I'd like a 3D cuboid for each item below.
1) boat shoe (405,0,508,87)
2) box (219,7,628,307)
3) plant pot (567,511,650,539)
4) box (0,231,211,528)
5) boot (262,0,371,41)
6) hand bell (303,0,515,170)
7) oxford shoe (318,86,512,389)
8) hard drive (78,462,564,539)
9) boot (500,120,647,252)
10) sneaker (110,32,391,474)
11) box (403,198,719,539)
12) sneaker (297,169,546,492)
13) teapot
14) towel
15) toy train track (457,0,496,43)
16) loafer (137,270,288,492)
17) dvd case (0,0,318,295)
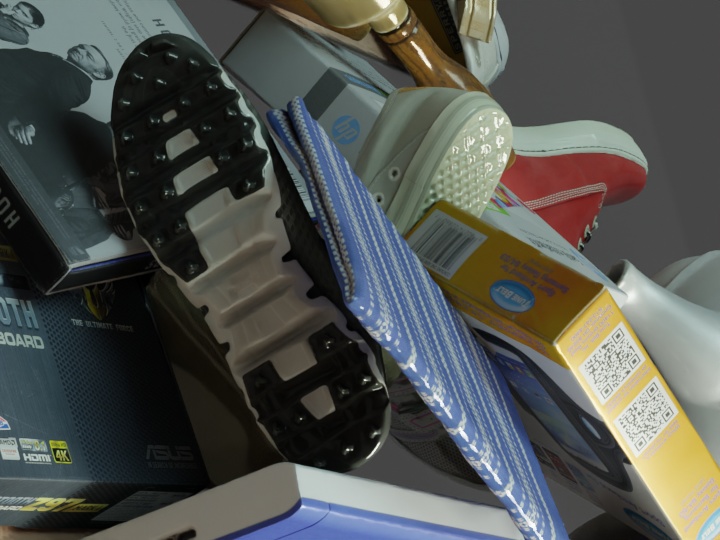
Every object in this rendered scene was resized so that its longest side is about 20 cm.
[{"bbox_3d":[0.016,-0.184,1.696,0.200,0.071,0.070,63,25,-11],"label":"boat shoe"},{"bbox_3d":[0.034,-0.045,1.508,0.200,0.041,0.156,44,9,19],"label":"box"},{"bbox_3d":[0.136,0.216,1.412,0.201,0.200,0.198,55,21,-11],"label":"plant pot"},{"bbox_3d":[-0.160,0.026,1.228,0.200,0.051,0.158,10,54,-56],"label":"box"},{"bbox_3d":[-0.054,-0.164,1.520,0.144,0.071,0.201,36,24,-2],"label":"boot"},{"bbox_3d":[0.021,-0.120,1.493,0.200,0.104,0.104,50,29,-36],"label":"hand bell"},{"bbox_3d":[0.000,0.000,1.384,0.058,0.200,0.075,32,4,36],"label":"oxford shoe"},{"bbox_3d":[-0.018,0.125,1.284,0.200,0.132,0.025,17,56,-52],"label":"hard drive"},{"bbox_3d":[0.112,-0.009,1.692,0.200,0.072,0.145,-4,68,-51],"label":"boot"},{"bbox_3d":[-0.045,-0.006,1.260,0.200,0.066,0.090,62,8,4],"label":"sneaker"},{"bbox_3d":[0.102,0.061,1.370,0.119,0.041,0.200,30,-21,48],"label":"box"},{"bbox_3d":[0.024,0.040,1.463,0.200,0.081,0.088,44,2,-15],"label":"sneaker"},{"bbox_3d":[0.198,0.060,1.679,0.146,0.200,0.197,39,44,18],"label":"teapot"},{"bbox_3d":[0.026,0.033,1.250,0.200,0.024,0.145,53,10,-38],"label":"towel"},{"bbox_3d":[0.041,-0.198,1.664,0.199,0.032,0.115,14,70,-32],"label":"toy train track"},{"bbox_3d":[-0.082,0.027,1.339,0.068,0.076,0.200,5,51,-55],"label":"loafer"},{"bbox_3d":[-0.114,-0.067,1.307,0.151,0.025,0.200,55,29,13],"label":"dvd case"}]
